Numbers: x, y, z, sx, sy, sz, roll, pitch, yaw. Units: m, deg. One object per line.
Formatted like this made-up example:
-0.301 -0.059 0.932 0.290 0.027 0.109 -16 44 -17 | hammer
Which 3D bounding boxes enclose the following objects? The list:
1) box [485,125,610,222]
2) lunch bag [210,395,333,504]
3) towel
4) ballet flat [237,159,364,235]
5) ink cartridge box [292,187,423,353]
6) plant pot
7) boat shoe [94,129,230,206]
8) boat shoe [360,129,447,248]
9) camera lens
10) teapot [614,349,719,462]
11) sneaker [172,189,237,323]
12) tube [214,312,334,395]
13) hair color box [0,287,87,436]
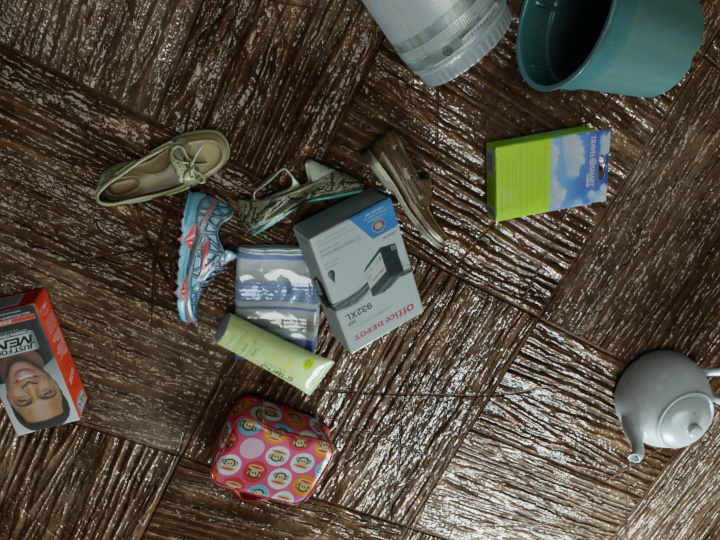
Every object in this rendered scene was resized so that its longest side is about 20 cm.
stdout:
0.301 -0.159 0.997 0.193 0.048 0.126 -11 115 -8 | box
-0.158 0.327 1.075 0.196 0.082 0.179 24 106 -21 | lunch bag
-0.133 0.055 1.002 0.142 0.024 0.206 2 112 -12 | towel
-0.094 -0.120 0.921 0.194 0.068 0.077 -21 100 -1 | ballet flat
0.000 0.000 0.961 0.142 0.083 0.205 -27 116 -16 | ink cartridge box
0.355 -0.338 0.866 0.190 0.201 0.206 5 112 -22 | plant pot
-0.275 -0.137 0.870 0.195 0.063 0.075 -25 115 -2 | boat shoe
0.085 -0.122 0.951 0.067 0.072 0.201 -38 115 7 | boat shoe
0.086 -0.369 0.801 0.159 0.161 0.201 -40 114 6 | camera lens
0.601 0.262 1.183 0.191 0.147 0.206 12 108 -17 | teapot
-0.231 -0.012 0.923 0.092 0.080 0.206 5 111 -16 | sneaker
-0.139 0.135 1.000 0.197 0.057 0.053 32 59 -25 | tube
-0.499 0.139 0.934 0.098 0.061 0.206 -13 115 -8 | hair color box
